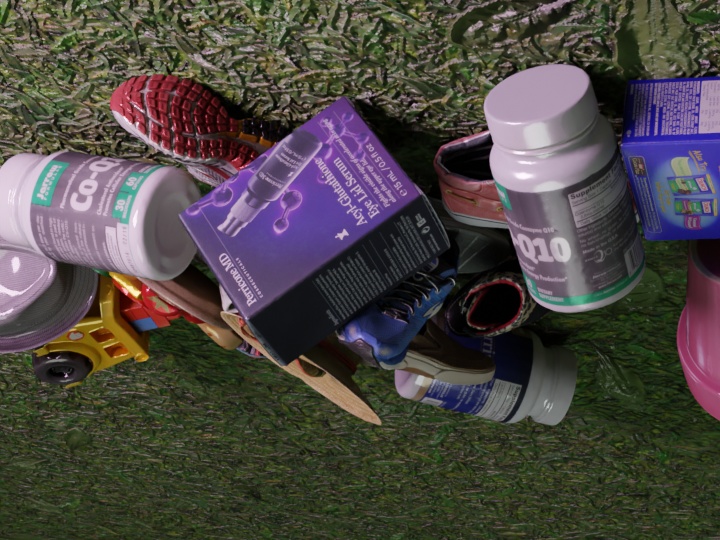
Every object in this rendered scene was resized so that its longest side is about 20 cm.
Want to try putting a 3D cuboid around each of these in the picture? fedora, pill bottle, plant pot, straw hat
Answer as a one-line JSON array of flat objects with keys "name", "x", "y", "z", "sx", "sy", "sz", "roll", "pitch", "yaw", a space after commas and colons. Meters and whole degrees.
[{"name": "fedora", "x": -0.389, "y": 0.004, "z": 1.617, "sx": 0.198, "sy": 0.178, "sz": 0.090, "roll": -6, "pitch": -177, "yaw": -6}, {"name": "pill bottle", "x": -0.268, "y": -0.060, "z": 1.506, "sx": 0.199, "sy": 0.114, "sz": 0.113, "roll": 9, "pitch": 157, "yaw": 28}, {"name": "plant pot", "x": 0.398, "y": 0.029, "z": 1.449, "sx": 0.199, "sy": 0.201, "sz": 0.180, "roll": -4, "pitch": 136, "yaw": 24}, {"name": "pill bottle", "x": 0.150, "y": 0.117, "z": 1.770, "sx": 0.199, "sy": 0.117, "sz": 0.116, "roll": 15, "pitch": 154, "yaw": -12}, {"name": "pill bottle", "x": 0.179, "y": -0.072, "z": 1.314, "sx": 0.112, "sy": 0.113, "sz": 0.201, "roll": -4, "pitch": 126, "yaw": 25}, {"name": "straw hat", "x": -0.039, "y": 0.064, "z": 1.498, "sx": 0.200, "sy": 0.085, "sz": 0.201, "roll": 34, "pitch": 168, "yaw": 8}]

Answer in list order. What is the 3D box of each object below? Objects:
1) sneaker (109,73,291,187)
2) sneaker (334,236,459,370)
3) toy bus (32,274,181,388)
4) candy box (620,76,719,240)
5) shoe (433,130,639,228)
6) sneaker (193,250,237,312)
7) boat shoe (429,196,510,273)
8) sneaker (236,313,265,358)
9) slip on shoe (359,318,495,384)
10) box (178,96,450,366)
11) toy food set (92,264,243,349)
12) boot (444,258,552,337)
[{"name": "sneaker", "x": -0.155, "y": -0.120, "z": 1.430, "sx": 0.199, "sy": 0.078, "sz": 0.082, "roll": 26, "pitch": 151, "yaw": -31}, {"name": "sneaker", "x": 0.041, "y": 0.021, "z": 1.438, "sx": 0.078, "sy": 0.200, "sz": 0.089, "roll": 32, "pitch": 126, "yaw": 6}, {"name": "toy bus", "x": -0.317, "y": 0.034, "z": 1.755, "sx": 0.191, "sy": 0.137, "sz": 0.200, "roll": -13, "pitch": 147, "yaw": 14}, {"name": "candy box", "x": 0.342, "y": -0.098, "z": 1.313, "sx": 0.198, "sy": 0.078, "sz": 0.169, "roll": 1, "pitch": 152, "yaw": 19}, {"name": "shoe", "x": 0.168, "y": -0.080, "z": 1.411, "sx": 0.198, "sy": 0.072, "sz": 0.091, "roll": 5, "pitch": 157, "yaw": 16}, {"name": "sneaker", "x": -0.153, "y": -0.011, "z": 1.609, "sx": 0.199, "sy": 0.116, "sz": 0.074, "roll": -3, "pitch": 154, "yaw": 28}, {"name": "boat shoe", "x": 0.064, "y": -0.051, "z": 1.529, "sx": 0.201, "sy": 0.065, "sz": 0.075, "roll": 14, "pitch": 141, "yaw": -22}, {"name": "sneaker", "x": -0.099, "y": 0.089, "z": 1.839, "sx": 0.199, "sy": 0.080, "sz": 0.096, "roll": 16, "pitch": 155, "yaw": -14}, {"name": "slip on shoe", "x": 0.065, "y": 0.077, "z": 1.603, "sx": 0.199, "sy": 0.061, "sz": 0.076, "roll": 12, "pitch": -171, "yaw": -25}, {"name": "box", "x": -0.043, "y": -0.036, "z": 1.383, "sx": 0.199, "sy": 0.148, "sz": 0.104, "roll": -36, "pitch": 147, "yaw": -2}, {"name": "toy food set", "x": -0.220, "y": 0.012, "z": 1.650, "sx": 0.198, "sy": 0.049, "sz": 0.200, "roll": 38, "pitch": -174, "yaw": 20}, {"name": "boot", "x": 0.138, "y": 0.034, "z": 1.572, "sx": 0.203, "sy": 0.074, "sz": 0.153, "roll": -24, "pitch": 177, "yaw": 39}]
